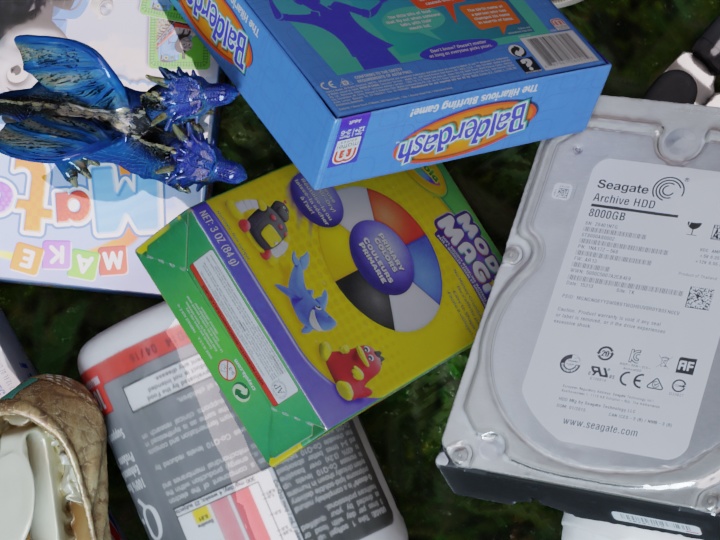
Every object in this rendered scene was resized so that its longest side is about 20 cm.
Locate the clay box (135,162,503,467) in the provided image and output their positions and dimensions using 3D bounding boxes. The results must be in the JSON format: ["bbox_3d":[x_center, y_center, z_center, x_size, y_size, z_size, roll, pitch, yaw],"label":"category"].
[{"bbox_3d":[0.000,0.000,1.024,0.048,0.200,0.115,-35,85,41],"label":"clay box"}]

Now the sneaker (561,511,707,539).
[{"bbox_3d":[0.159,0.188,0.972,0.200,0.074,0.116,29,84,3],"label":"sneaker"}]

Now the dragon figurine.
[{"bbox_3d":[-0.132,-0.073,1.017,0.200,0.099,0.059,12,85,19],"label":"dragon figurine"}]

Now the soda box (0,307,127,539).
[{"bbox_3d":[-0.167,0.105,1.072,0.063,0.068,0.200,-29,86,-1],"label":"soda box"}]

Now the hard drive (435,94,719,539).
[{"bbox_3d":[0.128,0.016,0.983,0.140,0.038,0.200,9,63,24],"label":"hard drive"}]

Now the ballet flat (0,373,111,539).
[{"bbox_3d":[-0.141,0.147,0.998,0.070,0.065,0.200,-15,83,24],"label":"ballet flat"}]

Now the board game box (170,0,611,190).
[{"bbox_3d":[-0.003,-0.129,1.020,0.152,0.045,0.200,-13,50,-31],"label":"board game box"}]

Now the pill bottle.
[{"bbox_3d":[-0.046,0.107,1.045,0.116,0.116,0.200,-23,85,-1],"label":"pill bottle"}]

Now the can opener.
[{"bbox_3d":[0.190,-0.105,1.081,0.053,0.067,0.200,41,94,3],"label":"can opener"}]

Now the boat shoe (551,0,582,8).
[{"bbox_3d":[0.123,-0.178,1.074,0.200,0.063,0.073,-11,75,15],"label":"boat shoe"}]

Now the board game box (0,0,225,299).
[{"bbox_3d":[-0.144,-0.091,1.102,0.151,0.037,0.200,6,87,1],"label":"board game box"}]
